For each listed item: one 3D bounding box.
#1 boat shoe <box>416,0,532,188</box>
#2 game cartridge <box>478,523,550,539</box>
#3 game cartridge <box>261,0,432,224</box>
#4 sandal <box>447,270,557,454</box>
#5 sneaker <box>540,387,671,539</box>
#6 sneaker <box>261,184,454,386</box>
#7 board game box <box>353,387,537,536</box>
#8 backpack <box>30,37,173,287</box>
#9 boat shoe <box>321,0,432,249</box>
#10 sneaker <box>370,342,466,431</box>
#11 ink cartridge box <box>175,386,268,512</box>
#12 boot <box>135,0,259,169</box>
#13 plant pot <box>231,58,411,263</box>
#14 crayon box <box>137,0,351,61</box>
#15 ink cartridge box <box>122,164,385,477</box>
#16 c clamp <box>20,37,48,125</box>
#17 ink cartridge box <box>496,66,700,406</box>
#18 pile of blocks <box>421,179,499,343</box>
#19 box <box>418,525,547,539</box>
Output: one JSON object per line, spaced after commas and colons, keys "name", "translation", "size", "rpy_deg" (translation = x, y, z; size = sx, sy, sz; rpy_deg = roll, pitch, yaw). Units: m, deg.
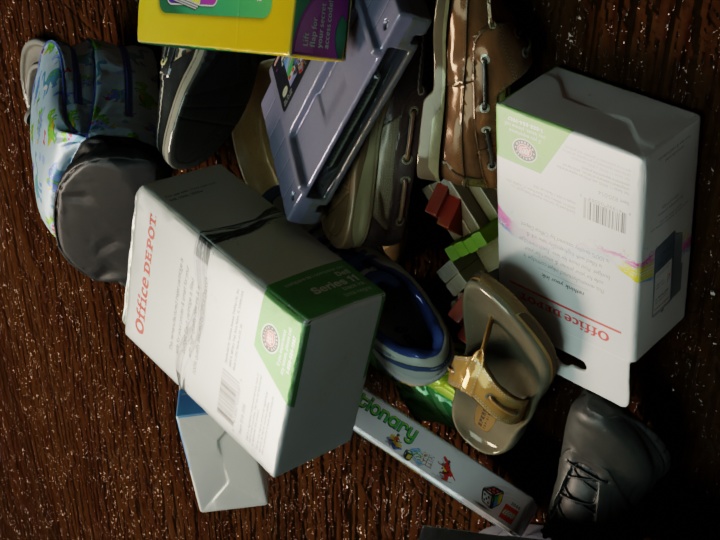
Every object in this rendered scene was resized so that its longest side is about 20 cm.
{"name": "boat shoe", "translation": [0.083, -0.150, 0.905], "size": [0.067, 0.072, 0.202], "rpy_deg": [11, 124, 10]}
{"name": "game cartridge", "translation": [0.179, 0.281, 1.158], "size": [0.199, 0.041, 0.134], "rpy_deg": [2, 115, 49]}
{"name": "game cartridge", "translation": [-0.018, -0.146, 0.967], "size": [0.201, 0.038, 0.130], "rpy_deg": [-58, 40, 41]}
{"name": "sandal", "translation": [0.090, 0.081, 0.975], "size": [0.080, 0.054, 0.201], "rpy_deg": [38, 149, 22]}
{"name": "sneaker", "translation": [0.172, 0.167, 0.997], "size": [0.076, 0.091, 0.201], "rpy_deg": [30, 150, 34]}
{"name": "sneaker", "translation": [0.000, 0.000, 1.042], "size": [0.200, 0.075, 0.088], "rpy_deg": [42, 169, 7]}
{"name": "board game box", "translation": [0.052, 0.149, 1.119], "size": [0.199, 0.035, 0.126], "rpy_deg": [32, 174, 14]}
{"name": "backpack", "translation": [-0.225, -0.115, 1.195], "size": [0.152, 0.201, 0.164], "rpy_deg": [14, 138, -6]}
{"name": "boat shoe", "translation": [0.026, -0.111, 0.988], "size": [0.072, 0.071, 0.202], "rpy_deg": [-139, 57, -59]}
{"name": "sneaker", "translation": [0.041, 0.081, 1.124], "size": [0.199, 0.074, 0.084], "rpy_deg": [37, 137, 24]}
{"name": "ink cartridge box", "translation": [-0.128, 0.120, 1.310], "size": [0.201, 0.067, 0.117], "rpy_deg": [-94, -4, -58]}
{"name": "boot", "translation": [-0.153, -0.202, 1.099], "size": [0.153, 0.073, 0.205], "rpy_deg": [33, 116, 32]}
{"name": "plant pot", "translation": [-0.029, -0.083, 1.116], "size": [0.199, 0.027, 0.201], "rpy_deg": [30, 138, 31]}
{"name": "crayon box", "translation": [-0.076, -0.251, 0.941], "size": [0.172, 0.058, 0.202], "rpy_deg": [13, 101, 43]}
{"name": "ink cartridge box", "translation": [-0.087, 0.032, 1.033], "size": [0.200, 0.083, 0.148], "rpy_deg": [38, 131, 32]}
{"name": "c clamp", "translation": [-0.284, -0.131, 1.379], "size": [0.200, 0.027, 0.171], "rpy_deg": [46, 144, 12]}
{"name": "ink cartridge box", "translation": [0.155, -0.020, 0.912], "size": [0.117, 0.067, 0.201], "rpy_deg": [27, 136, 35]}
{"name": "pile of blocks", "translation": [0.095, 0.012, 1.015], "size": [0.082, 0.062, 0.202], "rpy_deg": [8, 124, 47]}
{"name": "box", "translation": [0.165, 0.256, 1.011], "size": [0.192, 0.048, 0.200], "rpy_deg": [-3, 145, 36]}
